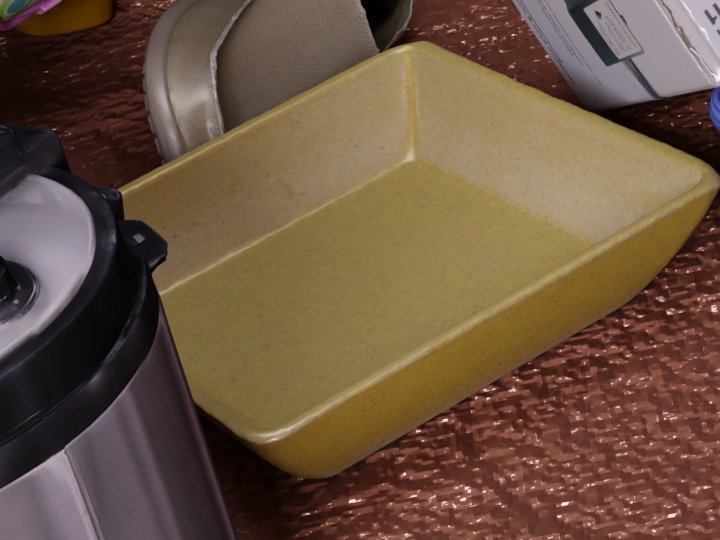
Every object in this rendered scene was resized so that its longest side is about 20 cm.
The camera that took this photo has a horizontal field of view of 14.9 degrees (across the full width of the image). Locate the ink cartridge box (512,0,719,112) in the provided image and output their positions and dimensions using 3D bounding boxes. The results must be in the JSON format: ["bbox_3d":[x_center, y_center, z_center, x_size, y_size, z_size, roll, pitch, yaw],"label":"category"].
[{"bbox_3d":[0.141,-0.134,1.014,0.146,0.083,0.200,-36,6,-7],"label":"ink cartridge box"}]

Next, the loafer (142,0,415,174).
[{"bbox_3d":[-0.030,-0.094,1.141,0.068,0.076,0.200,-8,29,24],"label":"loafer"}]

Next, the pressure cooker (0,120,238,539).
[{"bbox_3d":[-0.128,0.058,0.799,0.178,0.201,0.176,-18,30,-4],"label":"pressure cooker"}]

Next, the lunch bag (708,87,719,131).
[{"bbox_3d":[0.228,-0.048,0.945,0.160,0.076,0.200,-35,34,-27],"label":"lunch bag"}]

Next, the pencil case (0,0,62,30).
[{"bbox_3d":[-0.197,-0.195,1.209,0.200,0.088,0.087,42,54,15],"label":"pencil case"}]

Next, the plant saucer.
[{"bbox_3d":[0.000,0.000,0.994,0.200,0.049,0.200,-29,31,-22],"label":"plant saucer"}]

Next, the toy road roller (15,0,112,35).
[{"bbox_3d":[-0.134,-0.207,1.346,0.145,0.123,0.200,-13,27,-19],"label":"toy road roller"}]
